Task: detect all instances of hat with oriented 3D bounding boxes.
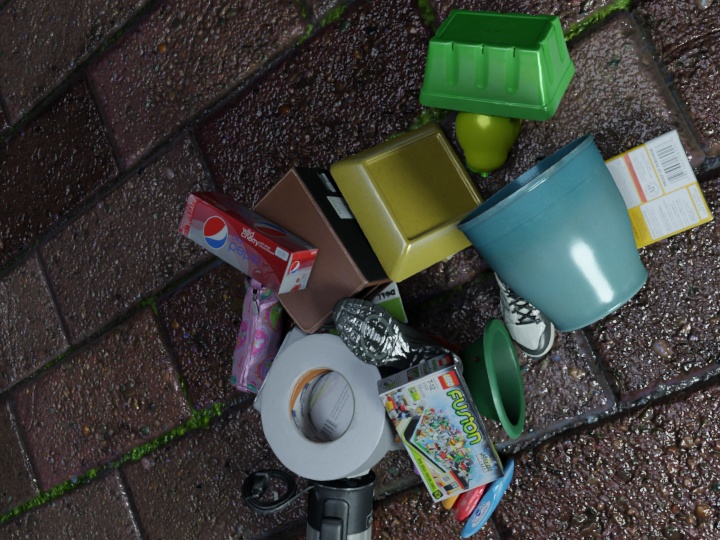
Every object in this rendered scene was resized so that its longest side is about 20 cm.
[{"bbox_3d":[0.134,0.164,1.030,0.174,0.200,0.168,-14,97,23],"label":"hat"}]

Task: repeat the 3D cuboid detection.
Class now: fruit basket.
[{"bbox_3d":[0.192,-0.250,1.013,0.213,0.156,0.217,22,145,16],"label":"fruit basket"}]

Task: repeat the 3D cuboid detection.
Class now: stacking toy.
[{"bbox_3d":[0.123,0.289,1.066,0.199,0.109,0.117,35,107,18],"label":"stacking toy"}]

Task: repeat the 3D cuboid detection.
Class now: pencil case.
[{"bbox_3d":[-0.177,0.110,1.233,0.086,0.087,0.204,15,100,26],"label":"pencil case"}]

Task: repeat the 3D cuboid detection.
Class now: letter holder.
[{"bbox_3d":[-0.067,-0.027,1.034,0.142,0.100,0.201,-40,75,25],"label":"letter holder"}]

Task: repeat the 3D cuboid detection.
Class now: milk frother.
[{"bbox_3d":[-0.085,0.422,1.145,0.197,0.180,0.192,5,94,23],"label":"milk frother"}]

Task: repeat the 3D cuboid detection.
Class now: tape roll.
[{"bbox_3d":[-0.043,0.193,1.010,0.197,0.066,0.204,-4,78,22],"label":"tape roll"}]

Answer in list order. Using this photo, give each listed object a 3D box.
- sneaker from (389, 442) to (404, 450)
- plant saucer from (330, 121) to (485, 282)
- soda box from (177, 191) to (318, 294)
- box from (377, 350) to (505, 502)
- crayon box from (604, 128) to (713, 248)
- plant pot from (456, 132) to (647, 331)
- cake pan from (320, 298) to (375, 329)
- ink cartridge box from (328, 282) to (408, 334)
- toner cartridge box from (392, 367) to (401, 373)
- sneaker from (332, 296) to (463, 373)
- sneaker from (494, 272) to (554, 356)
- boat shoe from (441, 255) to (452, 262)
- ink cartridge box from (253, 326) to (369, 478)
[{"bbox_3d":[0.011,0.267,1.147,0.197,0.080,0.072,-14,84,26],"label":"sneaker"},{"bbox_3d":[0.086,-0.114,1.023,0.202,0.198,0.049,60,159,12],"label":"plant saucer"},{"bbox_3d":[-0.159,-0.043,0.989,0.198,0.070,0.064,30,110,24],"label":"soda box"},{"bbox_3d":[0.110,0.214,0.951,0.109,0.035,0.202,-23,114,9],"label":"box"},{"bbox_3d":[0.356,-0.089,0.964,0.198,0.051,0.128,-24,82,26],"label":"crayon box"},{"bbox_3d":[0.254,-0.035,0.892,0.199,0.200,0.189,-33,93,24],"label":"plant pot"},{"bbox_3d":[-0.061,-0.007,1.108,0.197,0.037,0.204,2,94,27],"label":"cake pan"},{"bbox_3d":[0.000,0.000,1.140,0.146,0.075,0.203,-18,86,27],"label":"ink cartridge box"},{"bbox_3d":[0.000,0.166,1.154,0.198,0.043,0.097,-13,91,33],"label":"toner cartridge box"},{"bbox_3d":[0.044,0.100,0.973,0.199,0.091,0.077,34,92,-11],"label":"sneaker"},{"bbox_3d":[0.225,0.029,1.018,0.075,0.087,0.203,-15,87,25],"label":"sneaker"},{"bbox_3d":[0.099,-0.111,1.091,0.066,0.074,0.202,-35,80,13],"label":"boat shoe"},{"bbox_3d":[-0.048,0.200,1.093,0.198,0.084,0.146,30,92,24],"label":"ink cartridge box"}]
